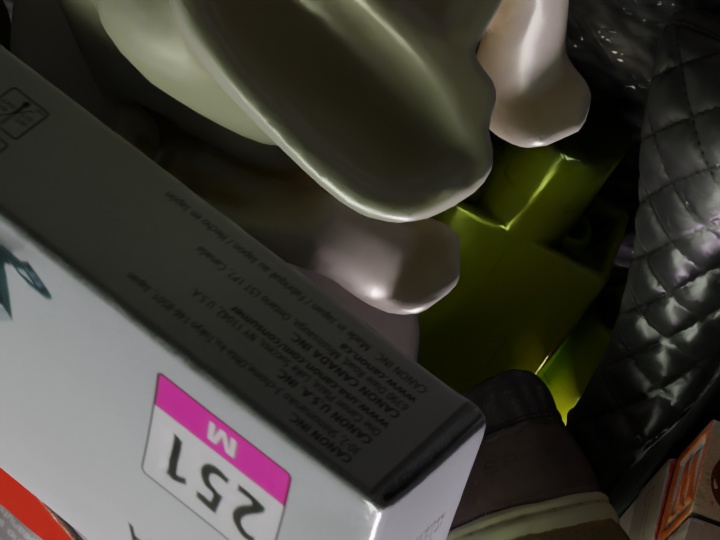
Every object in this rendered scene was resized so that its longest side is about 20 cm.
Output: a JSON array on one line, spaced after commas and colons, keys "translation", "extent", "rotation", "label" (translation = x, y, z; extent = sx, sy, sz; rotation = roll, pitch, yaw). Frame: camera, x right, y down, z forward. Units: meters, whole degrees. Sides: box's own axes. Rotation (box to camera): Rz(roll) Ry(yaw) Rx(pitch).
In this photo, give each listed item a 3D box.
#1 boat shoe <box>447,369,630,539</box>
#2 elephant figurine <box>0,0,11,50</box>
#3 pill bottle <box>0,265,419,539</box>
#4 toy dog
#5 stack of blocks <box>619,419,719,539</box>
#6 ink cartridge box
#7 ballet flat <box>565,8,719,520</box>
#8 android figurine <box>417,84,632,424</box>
[{"translation": [0.022, 0.072, 0.883], "extent": [0.072, 0.066, 0.201], "rotation": [-6, 170, -19], "label": "boat shoe"}, {"translation": [-0.144, -0.051, 0.841], "extent": [0.141, 0.155, 0.200], "rotation": [6, 133, 51], "label": "elephant figurine"}, {"translation": [-0.072, 0.058, 0.880], "extent": [0.114, 0.114, 0.200], "rotation": [28, 137, -7], "label": "pill bottle"}, {"translation": [-0.034, -0.069, 0.729], "extent": [0.194, 0.140, 0.200], "rotation": [27, 161, -4], "label": "toy dog"}, {"translation": [0.116, 0.124, 0.880], "extent": [0.115, 0.059, 0.200], "rotation": [19, 151, -5], "label": "stack of blocks"}, {"translation": [-0.073, 0.037, 0.734], "extent": [0.200, 0.044, 0.174], "rotation": [37, 142, 18], "label": "ink cartridge box"}, {"translation": [0.090, 0.005, 0.835], "extent": [0.057, 0.066, 0.200], "rotation": [42, 142, 22], "label": "ballet flat"}, {"translation": [0.000, 0.000, 0.903], "extent": [0.182, 0.041, 0.200], "rotation": [26, 138, -4], "label": "android figurine"}]
